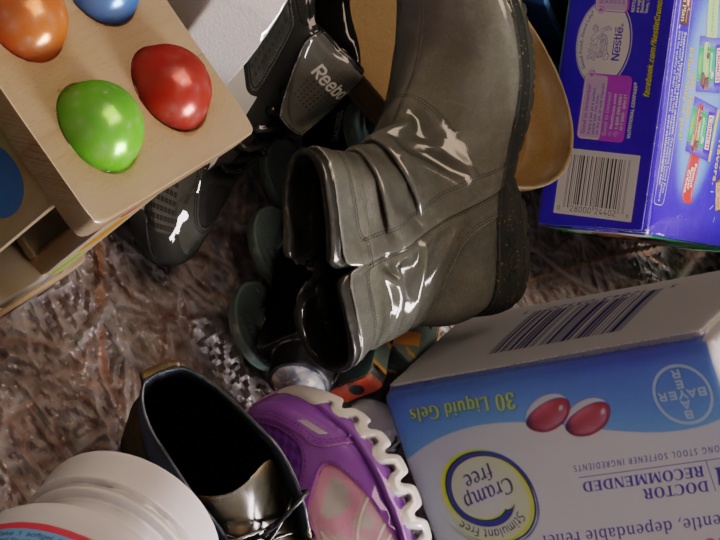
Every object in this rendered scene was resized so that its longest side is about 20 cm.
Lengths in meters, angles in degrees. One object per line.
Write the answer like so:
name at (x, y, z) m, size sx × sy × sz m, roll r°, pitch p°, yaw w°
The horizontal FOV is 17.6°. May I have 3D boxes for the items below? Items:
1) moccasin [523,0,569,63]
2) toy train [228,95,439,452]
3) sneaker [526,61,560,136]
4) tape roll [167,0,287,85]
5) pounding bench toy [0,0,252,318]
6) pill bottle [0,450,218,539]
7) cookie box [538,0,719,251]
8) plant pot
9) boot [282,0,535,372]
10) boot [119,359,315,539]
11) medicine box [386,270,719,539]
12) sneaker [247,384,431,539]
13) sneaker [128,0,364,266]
moccasin at (0.107, -0.181, 1.373) m, size 0.080 × 0.200 × 0.068 m, roll 26°, pitch 76°, yaw 10°
toy train at (0.000, 0.000, 1.196) m, size 0.114 × 0.085 × 0.201 m, roll 44°, pitch 37°, yaw -31°
sneaker at (0.067, -0.091, 1.351) m, size 0.078 × 0.066 × 0.200 m, roll 29°, pitch 28°, yaw 8°
tape roll at (-0.089, -0.161, 1.111) m, size 0.037 × 0.202 × 0.204 m, roll 25°, pitch 46°, yaw -34°
pounding bench toy at (-0.167, -0.049, 0.975) m, size 0.125 × 0.156 × 0.200 m, roll 55°, pitch 37°, yaw -2°
pill bottle at (-0.128, 0.162, 0.899) m, size 0.109 × 0.109 × 0.200 m, roll 47°, pitch 38°, yaw -12°
cookie box at (0.192, -0.099, 1.397) m, size 0.200 × 0.075 × 0.173 m, roll 7°, pitch 91°, yaw -58°
plant pot at (0.034, -0.120, 1.237) m, size 0.200 × 0.027 × 0.201 m, roll 33°, pitch 35°, yaw -27°
boot at (0.019, -0.060, 1.087) m, size 0.130 × 0.067 × 0.202 m, roll -14°, pitch 102°, yaw -45°
boot at (-0.049, 0.131, 0.996) m, size 0.074 × 0.097 × 0.201 m, roll -29°, pitch 69°, yaw -15°
medicine box at (0.137, 0.116, 1.131) m, size 0.103 × 0.181 × 0.201 m, roll -36°, pitch 110°, yaw -54°
sneaker at (-0.010, 0.149, 1.079) m, size 0.088 × 0.081 × 0.201 m, roll -20°, pitch 74°, yaw -32°
sneaker at (-0.047, -0.090, 1.122) m, size 0.090 × 0.201 × 0.066 m, roll 22°, pitch 0°, yaw 25°
